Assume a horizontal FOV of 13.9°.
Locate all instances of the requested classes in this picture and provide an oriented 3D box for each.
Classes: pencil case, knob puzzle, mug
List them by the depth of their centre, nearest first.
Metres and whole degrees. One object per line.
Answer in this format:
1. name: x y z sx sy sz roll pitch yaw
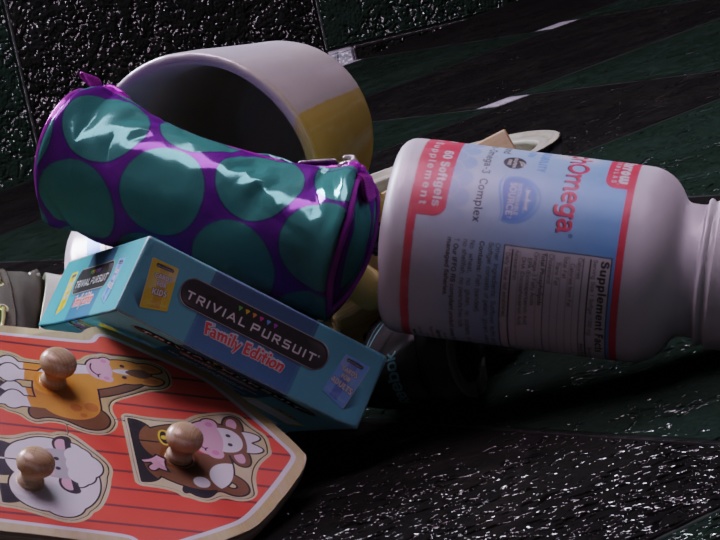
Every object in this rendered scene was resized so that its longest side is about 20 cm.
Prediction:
1. knob puzzle: -0.121 0.083 1.543 0.219 0.031 0.220 14 30 -8
2. pencil case: -0.085 -0.042 1.657 0.199 0.093 0.085 18 -2 19
3. mug: -0.057 -0.055 1.775 0.149 0.187 0.153 -20 7 26

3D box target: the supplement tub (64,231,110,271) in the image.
1. supplement tub: -0.089 0.004 2.010 0.199 0.133 0.132 -15 9 13

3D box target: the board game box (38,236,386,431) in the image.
1. board game box: -0.088 0.040 1.679 0.047 0.151 0.200 -66 15 -11

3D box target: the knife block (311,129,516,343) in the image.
1. knife block: 0.000 0.000 1.840 0.175 0.064 0.200 -7 -30 -46

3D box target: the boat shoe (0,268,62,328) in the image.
1. boat shoe: -0.236 0.065 1.931 0.060 0.072 0.202 14 32 -8

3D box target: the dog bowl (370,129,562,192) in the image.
1. dog bowl: 0.063 -0.040 2.186 0.199 0.074 0.200 -16 9 3

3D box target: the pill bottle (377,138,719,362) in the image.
1. pill bottle: 0.115 -0.009 1.619 0.199 0.109 0.109 7 13 9

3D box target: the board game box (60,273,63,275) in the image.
1. board game box: -0.148 0.002 2.420 0.199 0.047 0.151 -9 11 43

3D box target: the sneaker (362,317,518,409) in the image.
1. sneaker: 0.042 0.033 1.752 0.079 0.076 0.200 -17 8 19
